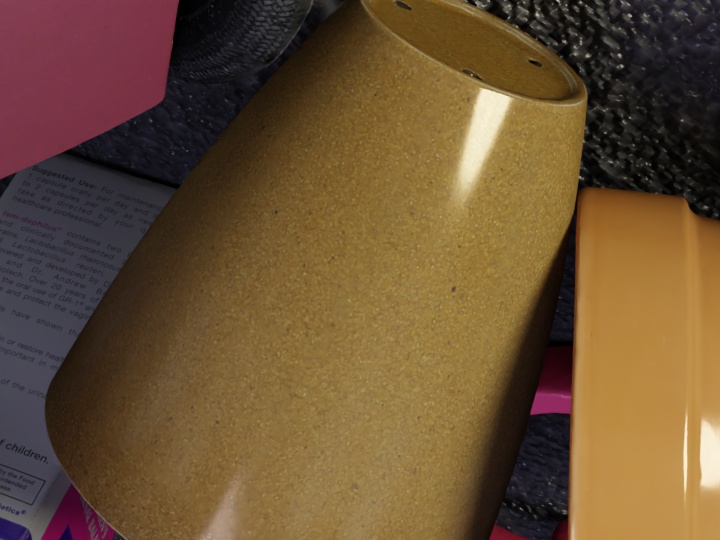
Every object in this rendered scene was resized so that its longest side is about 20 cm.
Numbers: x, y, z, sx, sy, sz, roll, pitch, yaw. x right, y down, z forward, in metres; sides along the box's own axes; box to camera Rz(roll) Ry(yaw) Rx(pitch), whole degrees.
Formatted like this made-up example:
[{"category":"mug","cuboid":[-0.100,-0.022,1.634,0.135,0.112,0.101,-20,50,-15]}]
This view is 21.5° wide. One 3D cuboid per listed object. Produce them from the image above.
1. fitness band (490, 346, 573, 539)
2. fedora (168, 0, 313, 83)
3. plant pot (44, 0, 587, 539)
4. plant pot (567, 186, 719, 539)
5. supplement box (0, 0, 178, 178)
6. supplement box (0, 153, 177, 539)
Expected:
[{"category":"fitness band","cuboid":[0.097,0.099,0.925,0.200,0.038,0.144,-16,127,45]},{"category":"fedora","cuboid":[-0.051,-0.157,0.604,0.200,0.091,0.201,39,144,35]},{"category":"plant pot","cuboid":[0.000,0.000,0.718,0.186,0.186,0.201,26,114,1]},{"category":"plant pot","cuboid":[0.150,0.070,0.725,0.139,0.201,0.200,2,142,8]},{"category":"supplement box","cuboid":[-0.143,-0.137,0.581,0.200,0.085,0.111,51,150,20]},{"category":"supplement box","cuboid":[-0.149,0.055,0.887,0.103,0.200,0.101,16,146,13]}]
